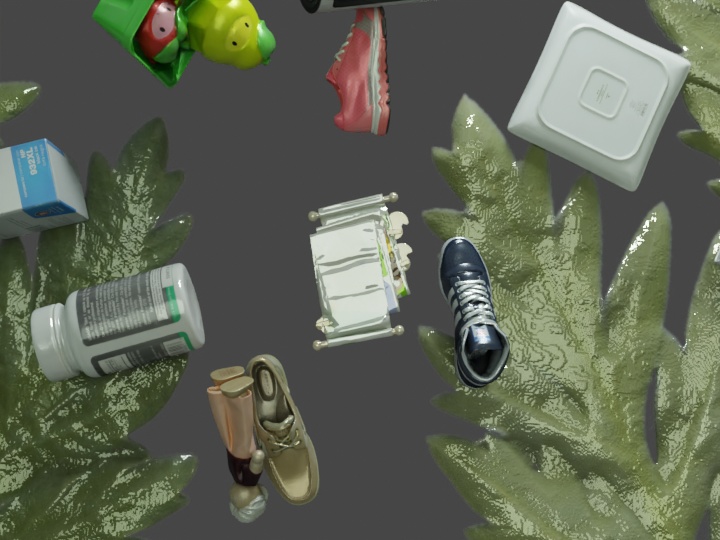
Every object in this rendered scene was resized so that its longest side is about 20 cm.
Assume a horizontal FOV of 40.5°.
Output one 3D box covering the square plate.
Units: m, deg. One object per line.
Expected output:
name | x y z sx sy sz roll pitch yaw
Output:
square plate | 0.328 -0.239 1.326 0.196 0.028 0.202 26 86 1

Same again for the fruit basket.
fruit basket | -0.212 -0.337 1.269 0.212 0.155 0.219 -3 77 14

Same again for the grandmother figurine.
grandmother figurine | -0.154 0.225 1.237 0.060 0.121 0.203 -10 109 -14

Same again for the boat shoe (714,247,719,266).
boat shoe | 0.535 -0.086 1.297 0.066 0.074 0.202 23 86 -2

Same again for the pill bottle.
pill bottle | -0.307 0.069 1.242 0.197 0.113 0.115 -15 86 -3

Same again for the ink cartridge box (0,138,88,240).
ink cartridge box | -0.464 -0.090 1.233 0.197 0.145 0.085 -14 85 -3

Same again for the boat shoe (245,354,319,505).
boat shoe | -0.105 0.207 1.261 0.071 0.065 0.203 -16 86 -3

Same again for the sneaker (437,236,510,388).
sneaker | 0.146 0.052 1.258 0.069 0.109 0.203 -7 86 -3

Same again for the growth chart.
growth chart | 0.000 0.000 1.304 0.142 0.018 0.203 -4 86 -2

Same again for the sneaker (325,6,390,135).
sneaker | -0.006 -0.280 1.297 0.085 0.074 0.203 -3 86 0

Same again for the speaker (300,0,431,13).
speaker | 0.022 -0.377 1.242 0.197 0.081 0.082 -13 86 -25
